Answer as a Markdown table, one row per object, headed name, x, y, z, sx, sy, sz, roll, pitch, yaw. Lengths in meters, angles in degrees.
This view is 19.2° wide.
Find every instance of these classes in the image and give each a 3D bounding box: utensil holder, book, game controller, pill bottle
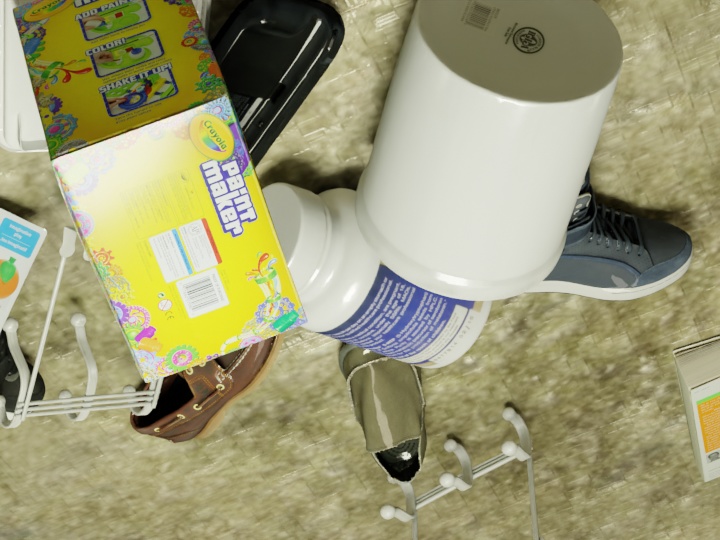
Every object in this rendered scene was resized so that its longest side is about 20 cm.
| name | x | y | z | sx | sy | sz | roll | pitch | yaw |
| --- | --- | --- | --- | --- | --- | --- | --- | --- | --- |
| utensil holder | 0.098 | -0.105 | 1.602 | 0.170 | 0.170 | 0.200 | -2 | 138 | -18 |
| book | 0.387 | 0.128 | 2.092 | 0.133 | 0.048 | 0.200 | -20 | 143 | 1 |
| game controller | -0.094 | -0.123 | 1.580 | 0.104 | 0.042 | 0.200 | 17 | 119 | -41 |
| pill bottle | 0.000 | 0.000 | 1.732 | 0.200 | 0.120 | 0.120 | 20 | 130 | -38 |

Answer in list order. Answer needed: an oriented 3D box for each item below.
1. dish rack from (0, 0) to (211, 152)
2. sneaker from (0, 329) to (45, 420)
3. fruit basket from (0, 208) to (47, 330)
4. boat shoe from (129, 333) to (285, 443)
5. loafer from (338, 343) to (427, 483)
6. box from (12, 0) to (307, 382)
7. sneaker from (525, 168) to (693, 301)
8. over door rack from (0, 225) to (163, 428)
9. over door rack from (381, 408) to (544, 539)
| name | x | y | z | sx | sy | sz | roll | pitch | yaw |
| --- | --- | --- | --- | --- | --- | --- | --- | --- | --- |
| dish rack | -0.190 | -0.155 | 1.537 | 0.171 | 0.044 | 0.200 | -5 | 140 | -14 |
| sneaker | -0.312 | 0.054 | 1.729 | 0.088 | 0.076 | 0.200 | -37 | 138 | 16 |
| fruit basket | -0.351 | 0.026 | 1.606 | 0.185 | 0.094 | 0.200 | 28 | 91 | -33 |
| boat shoe | -0.132 | 0.084 | 1.828 | 0.070 | 0.070 | 0.200 | 7 | 137 | -33 |
| loafer | 0.031 | 0.126 | 1.939 | 0.075 | 0.070 | 0.200 | -18 | 142 | 2 |
| box | -0.138 | -0.071 | 1.445 | 0.122 | 0.193 | 0.200 | -20 | 130 | -3 |
| sneaker | 0.201 | -0.044 | 1.785 | 0.202 | 0.077 | 0.146 | -3 | 143 | -15 |
| over door rack | -0.208 | 0.035 | 1.728 | 0.148 | 0.067 | 0.200 | -3 | 130 | -43 |
| over door rack | 0.098 | 0.229 | 1.979 | 0.148 | 0.200 | 0.067 | -30 | 127 | 17 |
